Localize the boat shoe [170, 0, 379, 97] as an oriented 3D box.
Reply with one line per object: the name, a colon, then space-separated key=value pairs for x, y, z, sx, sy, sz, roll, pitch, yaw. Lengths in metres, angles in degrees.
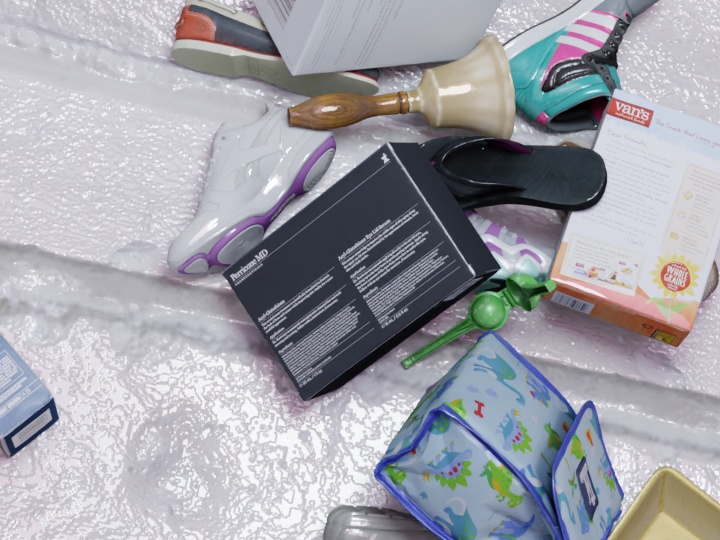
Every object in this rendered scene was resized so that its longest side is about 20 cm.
boat shoe: x=-0.076 y=-0.209 z=1.784 sx=0.200 sy=0.071 sz=0.063 roll=12 pitch=69 yaw=0

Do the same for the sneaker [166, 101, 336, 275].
sneaker: x=-0.116 y=-0.075 z=1.744 sx=0.100 sy=0.075 sz=0.200 roll=38 pitch=66 yaw=16

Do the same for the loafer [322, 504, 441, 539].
loafer: x=0.064 y=0.250 z=1.669 sx=0.200 sy=0.070 sz=0.070 roll=7 pitch=92 yaw=-7

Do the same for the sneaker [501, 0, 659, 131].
sneaker: x=0.231 y=-0.199 z=1.809 sx=0.200 sy=0.084 sz=0.121 roll=-32 pitch=75 yaw=-7

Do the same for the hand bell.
hand bell: x=0.032 y=-0.154 z=1.748 sx=0.200 sy=0.104 sz=0.104 roll=-8 pitch=75 yaw=-13

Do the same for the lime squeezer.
lime squeezer: x=0.121 y=0.039 z=1.695 sx=0.038 sy=0.200 sz=0.071 roll=45 pitch=47 yaw=-14

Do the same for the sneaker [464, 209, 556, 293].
sneaker: x=0.098 y=-0.051 z=1.752 sx=0.200 sy=0.078 sz=0.140 roll=1 pitch=74 yaw=-8

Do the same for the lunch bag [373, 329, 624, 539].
lunch bag: x=0.135 y=0.173 z=1.634 sx=0.200 sy=0.127 sz=0.170 roll=44 pitch=29 yaw=-1

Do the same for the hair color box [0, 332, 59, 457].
hair color box: x=-0.348 y=0.062 z=1.648 sx=0.061 sy=0.100 sz=0.200 roll=-39 pitch=81 yaw=-15

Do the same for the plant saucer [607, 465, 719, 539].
plant saucer: x=0.287 y=0.309 z=1.685 sx=0.200 sy=0.048 sz=0.200 roll=38 pitch=73 yaw=4

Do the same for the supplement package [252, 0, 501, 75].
supplement package: x=0.019 y=-0.266 z=1.746 sx=0.200 sy=0.117 sz=0.117 roll=-9 pitch=56 yaw=-30

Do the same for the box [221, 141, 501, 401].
box: x=0.000 y=0.000 z=1.673 sx=0.200 sy=0.079 sz=0.141 roll=-37 pitch=82 yaw=21

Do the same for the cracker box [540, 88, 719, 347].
cracker box: x=0.257 y=-0.048 z=1.711 sx=0.134 sy=0.058 sz=0.200 roll=21 pitch=71 yaw=2

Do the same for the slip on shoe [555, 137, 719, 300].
slip on shoe: x=0.259 y=-0.049 z=1.786 sx=0.200 sy=0.076 sz=0.061 roll=43 pitch=31 yaw=16

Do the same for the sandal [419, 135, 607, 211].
sandal: x=0.118 y=-0.093 z=1.693 sx=0.200 sy=0.048 sz=0.075 roll=0 pitch=65 yaw=17
